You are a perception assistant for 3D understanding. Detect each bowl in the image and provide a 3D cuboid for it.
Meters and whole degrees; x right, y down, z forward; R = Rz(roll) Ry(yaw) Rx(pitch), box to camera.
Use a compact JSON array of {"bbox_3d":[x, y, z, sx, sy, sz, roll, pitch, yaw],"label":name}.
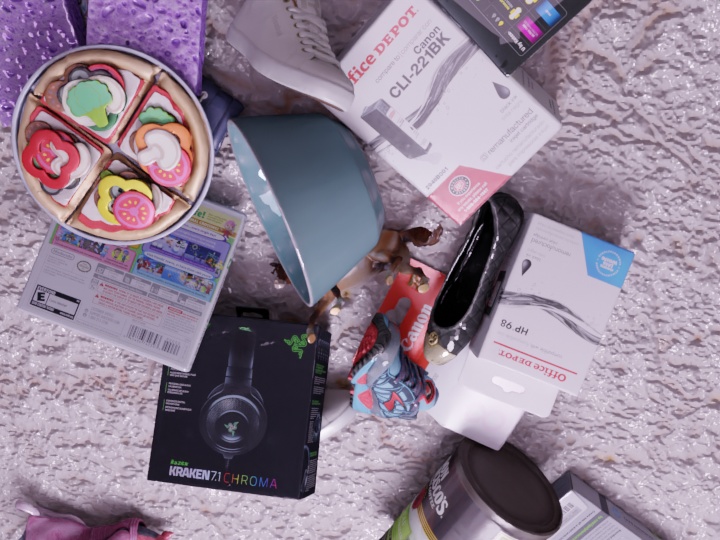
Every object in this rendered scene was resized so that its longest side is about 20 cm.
[{"bbox_3d":[-0.046,-0.076,0.871,0.105,0.201,0.202,-24,112,-9],"label":"bowl"}]

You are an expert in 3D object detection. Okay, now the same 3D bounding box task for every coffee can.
[{"bbox_3d":[0.123,0.317,1.045,0.146,0.147,0.200,31,115,-8],"label":"coffee can"}]

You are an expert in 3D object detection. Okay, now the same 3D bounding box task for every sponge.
[{"bbox_3d":[-0.203,-0.273,0.839,0.111,0.030,0.201,6,99,0],"label":"sponge"},{"bbox_3d":[-0.334,-0.251,0.863,0.111,0.030,0.201,-7,114,12],"label":"sponge"}]

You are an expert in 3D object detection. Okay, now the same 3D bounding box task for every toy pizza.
[{"bbox_3d":[-0.243,-0.116,0.848,0.199,0.032,0.201,0,112,1],"label":"toy pizza"}]

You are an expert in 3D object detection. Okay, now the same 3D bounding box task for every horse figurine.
[{"bbox_3d":[0.000,0.000,0.937,0.199,0.133,0.050,-27,120,7],"label":"horse figurine"}]

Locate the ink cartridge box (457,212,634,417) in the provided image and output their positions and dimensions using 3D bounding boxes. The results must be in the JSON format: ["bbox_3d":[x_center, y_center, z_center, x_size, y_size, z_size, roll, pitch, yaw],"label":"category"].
[{"bbox_3d":[0.191,0.053,0.916,0.115,0.067,0.201,21,93,-3],"label":"ink cartridge box"}]

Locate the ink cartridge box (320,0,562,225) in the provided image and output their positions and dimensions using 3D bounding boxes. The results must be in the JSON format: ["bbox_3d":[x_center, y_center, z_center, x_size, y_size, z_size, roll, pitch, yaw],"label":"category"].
[{"bbox_3d":[0.075,-0.169,0.855,0.200,0.084,0.144,40,114,-11],"label":"ink cartridge box"}]

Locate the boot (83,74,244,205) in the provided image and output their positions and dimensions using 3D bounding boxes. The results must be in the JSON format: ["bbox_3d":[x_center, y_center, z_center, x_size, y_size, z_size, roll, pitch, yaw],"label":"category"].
[{"bbox_3d":[-0.208,-0.115,0.911,0.090,0.073,0.200,33,102,-12],"label":"boot"}]

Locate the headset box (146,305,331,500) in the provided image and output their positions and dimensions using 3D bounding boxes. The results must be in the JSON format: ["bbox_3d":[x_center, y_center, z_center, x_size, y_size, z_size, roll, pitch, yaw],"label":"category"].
[{"bbox_3d":[-0.130,0.142,0.980,0.173,0.093,0.201,6,81,8],"label":"headset box"}]

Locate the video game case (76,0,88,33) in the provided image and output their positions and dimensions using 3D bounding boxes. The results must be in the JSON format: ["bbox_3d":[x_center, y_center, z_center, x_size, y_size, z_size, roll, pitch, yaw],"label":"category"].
[{"bbox_3d":[-0.318,-0.271,0.890,0.200,0.026,0.181,35,115,-10],"label":"video game case"}]

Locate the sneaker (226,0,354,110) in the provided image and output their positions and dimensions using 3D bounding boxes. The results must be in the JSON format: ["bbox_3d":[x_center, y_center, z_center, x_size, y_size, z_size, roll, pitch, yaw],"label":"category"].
[{"bbox_3d":[-0.059,-0.214,0.793,0.073,0.200,0.085,16,111,-43],"label":"sneaker"}]

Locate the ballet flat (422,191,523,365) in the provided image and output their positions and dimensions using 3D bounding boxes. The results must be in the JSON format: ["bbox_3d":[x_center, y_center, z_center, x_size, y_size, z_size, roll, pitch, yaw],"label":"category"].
[{"bbox_3d":[0.108,0.008,0.919,0.057,0.066,0.201,10,109,-41],"label":"ballet flat"}]

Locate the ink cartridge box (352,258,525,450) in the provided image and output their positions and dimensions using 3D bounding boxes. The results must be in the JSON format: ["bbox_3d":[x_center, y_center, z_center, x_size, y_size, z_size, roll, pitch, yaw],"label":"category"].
[{"bbox_3d":[0.109,0.098,0.999,0.199,0.057,0.163,23,116,-8],"label":"ink cartridge box"}]

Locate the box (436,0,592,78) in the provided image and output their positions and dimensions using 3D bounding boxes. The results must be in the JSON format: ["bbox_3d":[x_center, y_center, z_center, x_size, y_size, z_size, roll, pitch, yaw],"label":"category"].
[{"bbox_3d":[0.158,-0.291,0.749,0.124,0.149,0.200,43,114,-14],"label":"box"}]

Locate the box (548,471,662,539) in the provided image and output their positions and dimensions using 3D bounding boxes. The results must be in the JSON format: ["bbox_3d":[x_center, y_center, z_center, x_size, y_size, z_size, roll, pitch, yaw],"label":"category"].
[{"bbox_3d":[0.287,0.364,1.106,0.200,0.041,0.156,36,115,-9],"label":"box"}]

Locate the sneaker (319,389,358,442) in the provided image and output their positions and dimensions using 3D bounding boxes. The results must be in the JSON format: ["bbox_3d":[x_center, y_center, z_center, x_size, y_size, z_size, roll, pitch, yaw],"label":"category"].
[{"bbox_3d":[-0.101,0.167,1.044,0.199,0.073,0.085,-16,115,16],"label":"sneaker"}]

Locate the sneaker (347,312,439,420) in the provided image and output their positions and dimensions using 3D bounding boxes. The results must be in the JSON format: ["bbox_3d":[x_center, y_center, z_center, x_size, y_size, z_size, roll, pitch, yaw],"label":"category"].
[{"bbox_3d":[0.043,0.110,0.941,0.095,0.080,0.200,19,158,9],"label":"sneaker"}]

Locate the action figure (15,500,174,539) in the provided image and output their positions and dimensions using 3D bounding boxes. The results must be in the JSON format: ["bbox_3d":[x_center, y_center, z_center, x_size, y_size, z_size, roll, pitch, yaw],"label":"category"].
[{"bbox_3d":[-0.349,0.369,1.180,0.199,0.134,0.150,-14,71,0],"label":"action figure"}]

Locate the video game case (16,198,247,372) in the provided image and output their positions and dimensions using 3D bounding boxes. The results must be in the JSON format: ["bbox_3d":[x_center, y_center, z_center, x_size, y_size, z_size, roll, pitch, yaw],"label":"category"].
[{"bbox_3d":[-0.247,-0.009,0.950,0.199,0.022,0.183,20,84,3],"label":"video game case"}]
